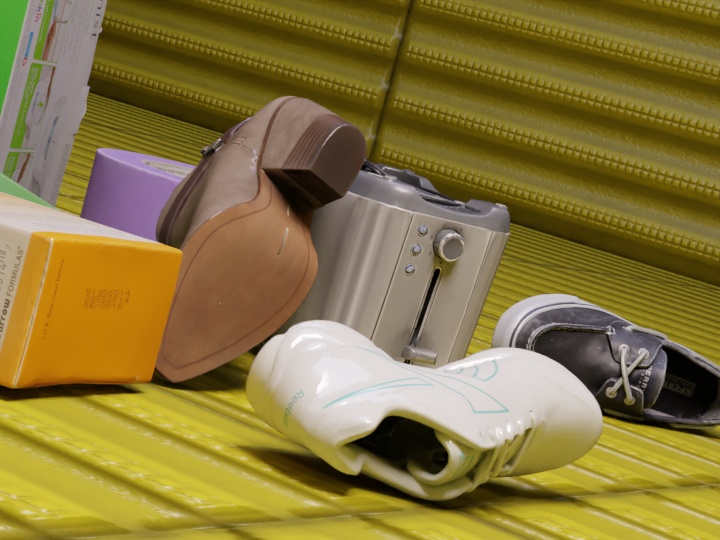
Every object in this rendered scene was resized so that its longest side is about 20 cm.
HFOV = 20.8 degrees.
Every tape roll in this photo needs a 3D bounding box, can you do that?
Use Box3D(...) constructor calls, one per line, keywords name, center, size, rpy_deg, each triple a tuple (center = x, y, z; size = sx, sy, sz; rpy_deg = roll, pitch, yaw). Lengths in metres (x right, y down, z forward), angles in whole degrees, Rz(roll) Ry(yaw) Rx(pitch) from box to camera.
Box3D(name="tape roll", center=(-0.098, -0.019, 1.366), size=(0.198, 0.086, 0.200), rpy_deg=(14, 5, -1))

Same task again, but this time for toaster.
Box3D(name="toaster", center=(0.000, 0.000, 1.198), size=(0.113, 0.130, 0.200), rpy_deg=(13, 6, -30))

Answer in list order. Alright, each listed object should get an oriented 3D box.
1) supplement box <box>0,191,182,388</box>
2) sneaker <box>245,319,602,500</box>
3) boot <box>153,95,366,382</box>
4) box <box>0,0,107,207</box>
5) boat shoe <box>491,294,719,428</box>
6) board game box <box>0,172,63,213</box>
Box3D(name="supplement box", center=(-0.205, -0.005, 0.956), size=(0.198, 0.074, 0.126), rpy_deg=(17, 5, 24))
Box3D(name="sneaker", center=(0.043, 0.079, 0.926), size=(0.199, 0.071, 0.080), rpy_deg=(8, 24, -36))
Box3D(name="boot", center=(-0.078, -0.018, 1.100), size=(0.070, 0.200, 0.146), rpy_deg=(50, -23, -20))
Box3D(name="box", center=(-0.262, -0.128, 1.387), size=(0.096, 0.202, 0.176), rpy_deg=(15, 6, 7))
Box3D(name="boat shoe", center=(0.184, 0.070, 1.363), size=(0.199, 0.072, 0.068), rpy_deg=(21, 0, -30))
Box3D(name="board game box", center=(-0.197, -0.030, 1.150), size=(0.199, 0.029, 0.134), rpy_deg=(35, -5, -33))
